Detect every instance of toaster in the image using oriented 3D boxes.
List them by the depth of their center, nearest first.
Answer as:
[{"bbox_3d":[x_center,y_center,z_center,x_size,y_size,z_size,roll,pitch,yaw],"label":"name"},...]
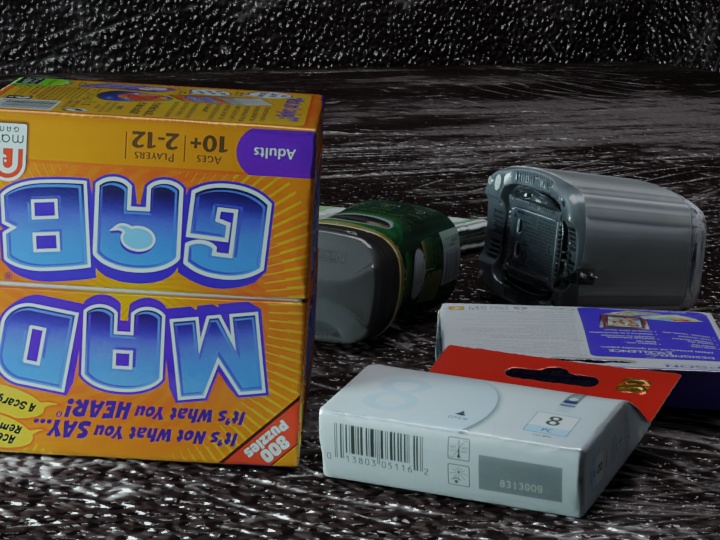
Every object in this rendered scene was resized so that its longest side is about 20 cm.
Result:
[{"bbox_3d":[0.187,-0.020,1.947,0.129,0.114,0.200,2,8,-22],"label":"toaster"}]

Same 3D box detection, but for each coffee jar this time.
[{"bbox_3d":[0.000,0.000,1.844,0.104,0.086,0.200,9,10,18],"label":"coffee jar"}]

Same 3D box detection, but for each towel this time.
[{"bbox_3d":[0.004,-0.035,2.241,0.200,0.031,0.149,5,7,26],"label":"towel"}]

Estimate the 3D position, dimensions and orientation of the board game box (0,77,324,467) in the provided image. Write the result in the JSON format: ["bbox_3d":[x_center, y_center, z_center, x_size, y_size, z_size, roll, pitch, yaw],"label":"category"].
[{"bbox_3d":[-0.127,-0.005,1.496,0.199,0.200,0.200,3,10,0],"label":"board game box"}]

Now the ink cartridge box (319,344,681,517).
[{"bbox_3d":[0.088,0.074,1.448,0.160,0.047,0.200,7,24,23],"label":"ink cartridge box"}]

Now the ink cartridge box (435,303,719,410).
[{"bbox_3d":[0.150,0.061,1.658,0.198,0.044,0.200,3,9,1],"label":"ink cartridge box"}]
